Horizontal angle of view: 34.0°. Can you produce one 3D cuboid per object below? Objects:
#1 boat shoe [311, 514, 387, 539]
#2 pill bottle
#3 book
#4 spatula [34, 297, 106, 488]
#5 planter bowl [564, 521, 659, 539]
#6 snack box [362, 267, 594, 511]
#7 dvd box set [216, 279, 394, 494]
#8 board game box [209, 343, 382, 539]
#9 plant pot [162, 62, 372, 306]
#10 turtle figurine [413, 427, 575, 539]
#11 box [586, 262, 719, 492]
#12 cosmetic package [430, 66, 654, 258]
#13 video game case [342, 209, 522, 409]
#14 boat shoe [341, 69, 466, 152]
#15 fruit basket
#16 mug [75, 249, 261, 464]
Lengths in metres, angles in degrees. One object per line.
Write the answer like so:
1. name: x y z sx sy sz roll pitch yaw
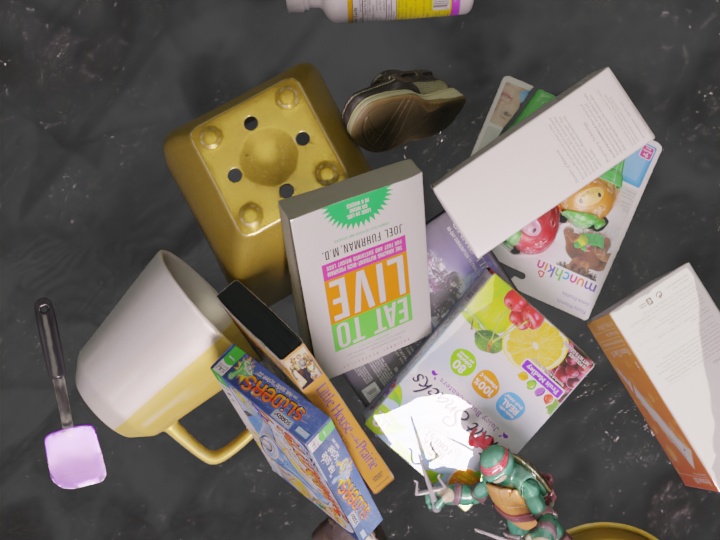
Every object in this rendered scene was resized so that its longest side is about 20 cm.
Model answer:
1. boat shoe: 0.016 0.333 1.187 0.073 0.074 0.201 -30 75 6
2. pill bottle: 0.018 -0.318 1.246 0.197 0.104 0.106 -4 83 -1
3. book: 0.000 0.000 1.121 0.132 0.201 0.048 -20 42 -14
4. spatula: -0.314 0.127 1.230 0.056 0.021 0.202 -12 80 -14
5. planter bowl: 0.253 0.357 1.171 0.198 0.083 0.203 0 83 0
6. snack box: 0.118 0.120 1.190 0.142 0.053 0.200 41 94 -6
7. dvd box set: -0.052 0.112 1.122 0.029 0.146 0.201 -39 128 -11
8. board game box: -0.057 0.167 1.116 0.135 0.201 0.034 32 68 35
9. plant pot: -0.084 -0.094 1.170 0.193 0.200 0.197 -28 83 -3
10. turtle figurine: 0.147 0.232 1.126 0.101 0.149 0.201 -47 122 -16
11. box: 0.329 0.108 1.182 0.097 0.124 0.201 -31 83 -4
12. cosmetic package: 0.170 -0.104 1.134 0.199 0.108 0.085 -35 93 8
13. video game case: 0.059 0.044 1.216 0.199 0.019 0.144 -34 95 3
14. boat shoe: 0.034 -0.170 1.200 0.066 0.200 0.072 44 121 19
15. fruit basket: 0.193 -0.076 1.223 0.184 0.094 0.202 25 87 3
16. mug: -0.192 0.098 1.174 0.153 0.149 0.187 -42 66 3
